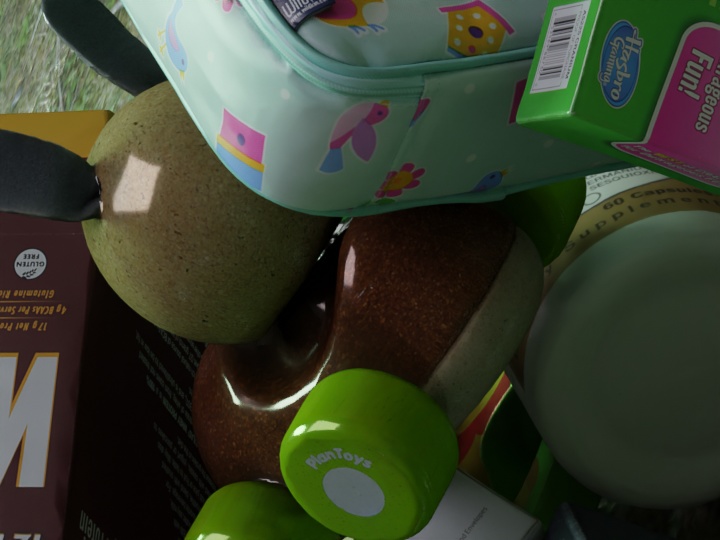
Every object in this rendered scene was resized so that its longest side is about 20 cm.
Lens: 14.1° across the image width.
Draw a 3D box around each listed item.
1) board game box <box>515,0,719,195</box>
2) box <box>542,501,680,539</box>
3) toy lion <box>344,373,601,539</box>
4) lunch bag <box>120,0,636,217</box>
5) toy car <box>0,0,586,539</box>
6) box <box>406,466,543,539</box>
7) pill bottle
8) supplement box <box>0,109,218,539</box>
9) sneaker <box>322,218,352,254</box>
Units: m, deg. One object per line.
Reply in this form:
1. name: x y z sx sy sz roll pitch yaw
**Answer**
1. board game box: 0.161 -0.088 0.910 0.040 0.199 0.154 -1 73 68
2. box: 0.097 0.217 0.925 0.200 0.123 0.199 -114 45 -63
3. toy lion: 0.060 0.062 1.260 0.192 0.068 0.200 -67 19 -10
4. lunch bag: 0.020 -0.103 0.966 0.161 0.199 0.077 60 144 31
5. toy car: -0.050 -0.006 0.993 0.158 0.200 0.164 -47 10 47
6. box: -0.004 0.182 1.009 0.200 0.041 0.156 -51 -22 -17
7. pill bottle: 0.097 -0.002 1.126 0.115 0.114 0.200 -65 21 17
8. supplement box: -0.139 0.073 1.096 0.197 0.132 0.201 63 -152 -64
9. sneaker: 0.000 0.000 1.197 0.078 0.085 0.200 -24 29 4
